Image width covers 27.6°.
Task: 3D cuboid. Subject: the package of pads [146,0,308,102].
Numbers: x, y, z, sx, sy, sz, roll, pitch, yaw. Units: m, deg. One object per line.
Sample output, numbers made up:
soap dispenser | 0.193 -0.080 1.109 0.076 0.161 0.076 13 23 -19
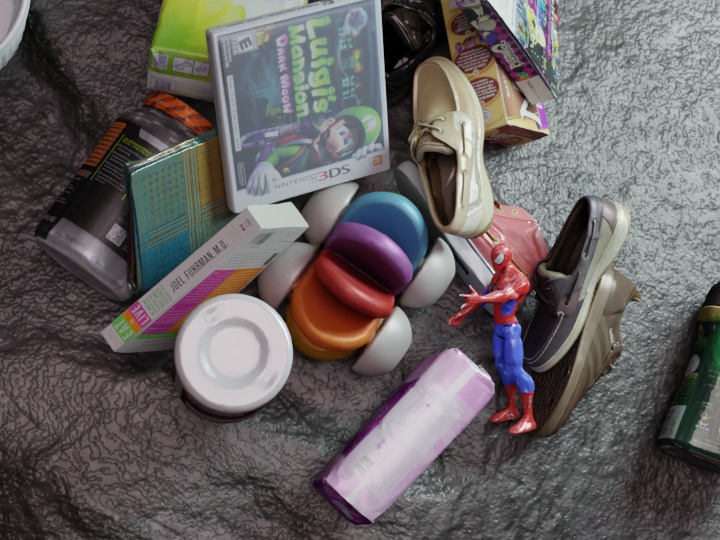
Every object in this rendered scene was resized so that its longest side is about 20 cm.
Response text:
package of pads | -0.135 -0.256 1.554 0.154 0.068 0.201 10 46 -5

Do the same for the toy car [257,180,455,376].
toy car | 0.000 0.000 1.528 0.175 0.150 0.200 34 77 -1

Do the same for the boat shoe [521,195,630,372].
boat shoe | 0.214 0.011 1.561 0.065 0.072 0.201 23 101 -29

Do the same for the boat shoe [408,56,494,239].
boat shoe | 0.086 -0.132 1.528 0.065 0.072 0.201 6 70 -51

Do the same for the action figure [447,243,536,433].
action figure | 0.132 0.073 1.535 0.099 0.065 0.201 -9 105 -25

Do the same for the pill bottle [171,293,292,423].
pill bottle | -0.131 0.093 1.468 0.114 0.200 0.115 1 80 -8

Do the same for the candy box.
candy box | 0.143 -0.242 1.604 0.056 0.117 0.201 -16 80 28

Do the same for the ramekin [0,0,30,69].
ramekin | -0.444 -0.281 1.539 0.199 0.105 0.201 1 79 -8

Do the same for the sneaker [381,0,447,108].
sneaker | 0.066 -0.279 1.606 0.076 0.114 0.200 33 72 -1

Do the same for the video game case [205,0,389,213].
video game case | -0.058 -0.169 1.482 0.181 0.023 0.201 -17 124 -20

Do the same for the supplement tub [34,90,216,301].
supplement tub | -0.234 -0.079 1.523 0.122 0.123 0.200 35 78 -1

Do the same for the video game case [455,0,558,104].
video game case | 0.161 -0.310 1.572 0.036 0.181 0.201 -14 53 29

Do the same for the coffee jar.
coffee jar | 0.400 0.116 1.596 0.104 0.085 0.201 21 79 -1

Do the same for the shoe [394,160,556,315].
shoe | 0.127 -0.053 1.599 0.091 0.071 0.200 -38 92 -14

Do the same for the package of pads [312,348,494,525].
package of pads | 0.044 0.172 1.519 0.076 0.121 0.200 44 77 1

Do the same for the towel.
towel | -0.162 -0.072 1.499 0.022 0.147 0.200 24 37 33

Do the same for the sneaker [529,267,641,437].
sneaker | 0.247 0.095 1.588 0.075 0.070 0.201 25 87 -25

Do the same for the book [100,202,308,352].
book | -0.154 0.008 1.474 0.200 0.134 0.048 -39 82 15
